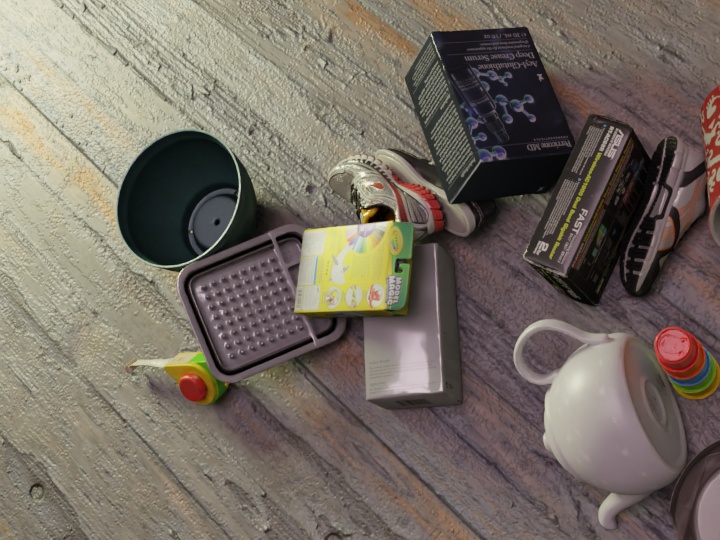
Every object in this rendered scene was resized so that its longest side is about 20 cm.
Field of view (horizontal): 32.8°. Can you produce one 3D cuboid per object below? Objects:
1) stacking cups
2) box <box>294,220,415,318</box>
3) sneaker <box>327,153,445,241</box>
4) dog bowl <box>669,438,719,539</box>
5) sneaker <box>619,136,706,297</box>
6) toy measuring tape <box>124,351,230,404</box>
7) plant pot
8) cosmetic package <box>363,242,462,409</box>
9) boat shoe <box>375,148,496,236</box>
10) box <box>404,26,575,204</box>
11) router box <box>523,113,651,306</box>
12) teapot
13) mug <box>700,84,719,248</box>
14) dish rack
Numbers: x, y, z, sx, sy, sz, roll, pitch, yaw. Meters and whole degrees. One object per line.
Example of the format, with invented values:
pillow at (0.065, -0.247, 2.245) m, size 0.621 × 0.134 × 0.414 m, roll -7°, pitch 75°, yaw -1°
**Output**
stacking cups at (0.365, 0.102, 1.395) m, size 0.060 × 0.200 × 0.061 m, roll -7°, pitch 73°, yaw 23°
box at (0.000, 0.000, 1.576) m, size 0.199 × 0.048 × 0.118 m, roll -3°, pitch 77°, yaw 48°
sneaker at (0.019, -0.095, 1.643) m, size 0.082 × 0.078 × 0.200 m, roll -33°, pitch 41°, yaw -26°
dog bowl at (0.447, 0.283, 1.372) m, size 0.198 × 0.059 × 0.202 m, roll -2°, pitch 80°, yaw 14°
sneaker at (0.382, -0.059, 1.508) m, size 0.079 × 0.074 × 0.201 m, roll 17°, pitch 98°, yaw -17°
toy measuring tape at (-0.249, 0.154, 1.727) m, size 0.199 × 0.073 × 0.074 m, roll -6°, pitch 72°, yaw 36°
plant pot at (-0.228, -0.083, 1.740) m, size 0.199 × 0.134 × 0.202 m, roll -7°, pitch 72°, yaw 21°
cosmetic package at (0.066, 0.074, 1.600) m, size 0.112 × 0.081 × 0.202 m, roll -7°, pitch 71°, yaw 22°
boat shoe at (0.099, -0.115, 1.649) m, size 0.060 × 0.074 × 0.200 m, roll -30°, pitch 43°, yaw -27°
box at (0.166, -0.202, 1.584) m, size 0.147 × 0.107 × 0.201 m, roll -8°, pitch 66°, yaw -24°
router box at (0.286, -0.071, 1.507) m, size 0.062 × 0.150 × 0.201 m, roll 23°, pitch 84°, yaw 29°
teapot at (0.277, 0.174, 1.427) m, size 0.145 × 0.197 × 0.201 m, roll -23°, pitch 55°, yaw 28°
mug at (0.464, -0.111, 1.440) m, size 0.132 × 0.178 × 0.201 m, roll -5°, pitch 43°, yaw 10°
dish rack at (-0.135, 0.046, 1.665) m, size 0.199 × 0.044 × 0.173 m, roll -22°, pitch 86°, yaw -12°
